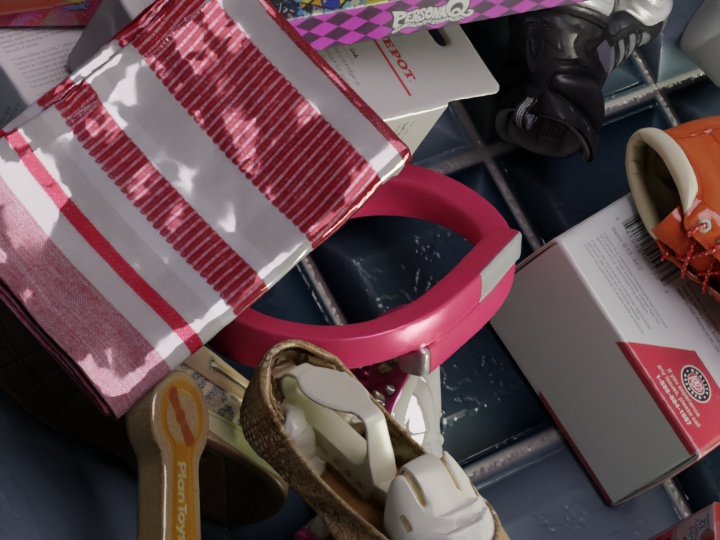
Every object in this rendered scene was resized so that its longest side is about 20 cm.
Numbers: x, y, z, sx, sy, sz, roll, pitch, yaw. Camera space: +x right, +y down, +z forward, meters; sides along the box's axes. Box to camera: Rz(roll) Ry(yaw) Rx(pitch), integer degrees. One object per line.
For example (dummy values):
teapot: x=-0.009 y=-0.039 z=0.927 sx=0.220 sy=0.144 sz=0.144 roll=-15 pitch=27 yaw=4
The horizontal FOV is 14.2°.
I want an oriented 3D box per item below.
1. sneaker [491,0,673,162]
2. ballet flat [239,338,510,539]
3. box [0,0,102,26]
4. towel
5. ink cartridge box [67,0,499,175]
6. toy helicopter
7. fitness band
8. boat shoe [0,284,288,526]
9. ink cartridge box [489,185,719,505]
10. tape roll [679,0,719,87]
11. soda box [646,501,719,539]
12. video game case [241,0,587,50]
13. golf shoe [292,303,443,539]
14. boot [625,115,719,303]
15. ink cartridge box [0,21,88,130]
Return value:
sneaker: x=0.127 y=-0.124 z=1.728 sx=0.200 sy=0.075 sz=0.115 roll=1 pitch=102 yaw=-68
ballet flat: x=0.012 y=0.101 z=1.374 sx=0.070 sy=0.066 sz=0.200 roll=-32 pitch=54 yaw=-31
box: x=-0.177 y=-0.234 z=1.516 sx=0.094 sy=0.103 sz=0.201 roll=-3 pitch=55 yaw=-37
towel: x=-0.092 y=-0.044 z=1.390 sx=0.200 sy=0.023 sz=0.144 roll=-41 pitch=82 yaw=-17
ink cartridge box: x=-0.037 y=-0.101 z=1.517 sx=0.199 sy=0.067 sz=0.117 roll=-14 pitch=63 yaw=-39
toy helicopter: x=-0.084 y=0.149 z=1.380 sx=0.132 sy=0.079 sz=0.201 roll=12 pitch=75 yaw=-53
fitness band: x=0.000 y=0.000 z=1.524 sx=0.143 sy=0.038 sz=0.200 roll=16 pitch=33 yaw=26
boat shoe: x=-0.114 y=0.051 z=1.444 sx=0.200 sy=0.073 sz=0.063 roll=41 pitch=40 yaw=-25
ink cartridge box: x=0.187 y=0.024 z=1.677 sx=0.200 sy=0.083 sz=0.146 roll=-29 pitch=84 yaw=-44
tape roll: x=0.281 y=-0.196 z=1.801 sx=0.037 sy=0.203 sz=0.203 roll=45 pitch=46 yaw=-7
soda box: x=0.258 y=0.197 z=1.643 sx=0.199 sy=0.063 sz=0.070 roll=21 pitch=54 yaw=-28
video game case: x=0.008 y=-0.203 z=1.509 sx=0.199 sy=0.036 sz=0.182 roll=-12 pitch=59 yaw=-15
golf shoe: x=0.017 y=0.115 z=1.509 sx=0.091 sy=0.075 sz=0.201 roll=32 pitch=56 yaw=-30
boot: x=0.212 y=0.002 z=1.608 sx=0.107 sy=0.075 sz=0.201 roll=0 pitch=57 yaw=-34
ink cartridge box: x=-0.138 y=-0.114 z=1.545 sx=0.161 sy=0.050 sz=0.200 roll=-22 pitch=66 yaw=-43
